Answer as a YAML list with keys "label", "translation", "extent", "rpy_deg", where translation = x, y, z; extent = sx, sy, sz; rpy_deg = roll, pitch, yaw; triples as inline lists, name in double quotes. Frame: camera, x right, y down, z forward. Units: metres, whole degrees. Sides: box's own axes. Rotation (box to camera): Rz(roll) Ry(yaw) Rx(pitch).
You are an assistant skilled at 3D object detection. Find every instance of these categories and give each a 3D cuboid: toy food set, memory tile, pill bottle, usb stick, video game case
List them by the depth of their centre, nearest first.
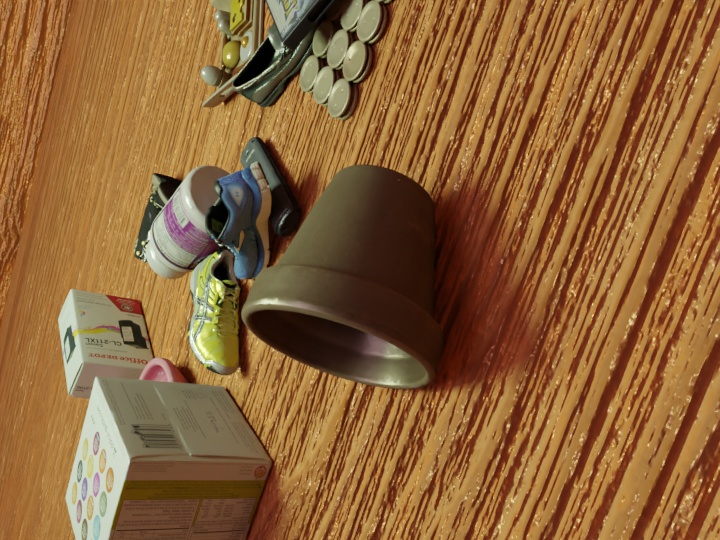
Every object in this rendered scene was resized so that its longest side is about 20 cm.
- label: "memory tile"
  translation: [-0.016, -0.310, 0.958]
  extent: [0.153, 0.016, 0.204]
  rpy_deg: [47, 119, 49]
- label: "video game case"
  translation: [-0.063, -0.420, 0.998]
  extent: [0.180, 0.025, 0.203]
  rpy_deg: [-43, 44, 22]
- label: "usb stick"
  translation: [-0.132, -0.124, 1.062]
  extent: [0.056, 0.032, 0.202]
  rpy_deg: [-60, 39, 27]
- label: "pill bottle"
  translation: [-0.268, -0.068, 1.176]
  extent: [0.199, 0.110, 0.115]
  rpy_deg: [-38, 52, 44]
- label: "toy food set"
  translation: [-0.222, -0.390, 1.234]
  extent: [0.142, 0.059, 0.206]
  rpy_deg: [-18, 68, 52]

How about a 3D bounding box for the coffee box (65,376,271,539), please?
- label: "coffee box"
  translation: [-0.270, 0.289, 1.010]
  extent: [0.199, 0.196, 0.203]
  rpy_deg: [38, 113, 52]

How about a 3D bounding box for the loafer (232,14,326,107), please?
- label: "loafer"
  translation: [-0.119, -0.318, 1.066]
  extent: [0.200, 0.062, 0.073]
  rpy_deg: [-46, 47, 39]

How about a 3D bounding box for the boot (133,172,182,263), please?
- label: "boot"
  translation: [-0.359, -0.084, 1.342]
  extent: [0.200, 0.072, 0.154]
  rpy_deg: [38, 112, 56]

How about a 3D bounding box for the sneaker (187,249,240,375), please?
- label: "sneaker"
  translation: [-0.213, 0.058, 1.097]
  extent: [0.076, 0.074, 0.204]
  rpy_deg: [-46, 49, 39]

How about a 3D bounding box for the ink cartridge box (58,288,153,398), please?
- label: "ink cartridge box"
  translation: [-0.480, 0.141, 1.395]
  extent: [0.084, 0.143, 0.202]
  rpy_deg: [-57, 41, 24]

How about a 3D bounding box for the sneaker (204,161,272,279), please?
- label: "sneaker"
  translation: [-0.173, -0.062, 1.022]
  extent: [0.203, 0.087, 0.080]
  rpy_deg: [98, 153, -48]

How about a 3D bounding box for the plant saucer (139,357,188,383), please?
- label: "plant saucer"
  translation: [-0.331, 0.252, 1.237]
  extent: [0.199, 0.050, 0.207]
  rpy_deg: [-19, 67, 52]

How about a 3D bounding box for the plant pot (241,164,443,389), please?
- label: "plant pot"
  translation: [0.000, 0.000, 0.734]
  extent: [0.198, 0.198, 0.179]
  rpy_deg: [-14, 52, 52]
